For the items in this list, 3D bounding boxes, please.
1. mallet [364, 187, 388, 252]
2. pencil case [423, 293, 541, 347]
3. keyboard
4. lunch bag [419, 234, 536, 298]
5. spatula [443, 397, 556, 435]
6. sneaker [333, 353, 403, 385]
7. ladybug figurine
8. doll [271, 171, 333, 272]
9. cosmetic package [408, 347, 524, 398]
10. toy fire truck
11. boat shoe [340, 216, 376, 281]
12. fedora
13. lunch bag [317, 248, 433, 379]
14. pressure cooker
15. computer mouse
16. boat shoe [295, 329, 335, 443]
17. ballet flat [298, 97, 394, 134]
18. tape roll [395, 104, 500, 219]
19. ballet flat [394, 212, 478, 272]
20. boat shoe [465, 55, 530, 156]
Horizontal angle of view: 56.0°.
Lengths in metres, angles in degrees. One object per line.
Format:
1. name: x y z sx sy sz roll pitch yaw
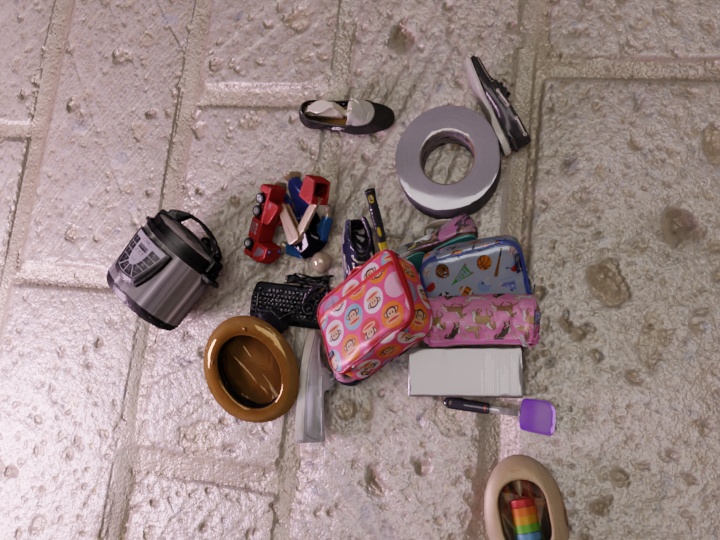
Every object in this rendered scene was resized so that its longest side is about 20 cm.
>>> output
1. mallet: 0.031 -0.041 1.195 0.064 0.041 0.204 -19 105 11
2. pencil case: 0.199 0.084 1.125 0.194 0.087 0.085 -1 104 12
3. keyboard: -0.121 0.053 1.299 0.194 0.040 0.107 6 81 13
4. lunch bag: 0.207 0.030 1.191 0.194 0.076 0.165 -11 102 12
5. spatula: 0.241 0.244 1.186 0.194 0.021 0.058 7 82 15
6. sneaker: 0.034 0.137 1.223 0.199 0.082 0.070 -43 73 2
7. ladybug figurine: 0.273 0.409 1.119 0.132 0.072 0.206 -8 77 12
8. doll: -0.107 -0.091 1.316 0.135 0.048 0.204 -30 75 22
9. cosmetic package: 0.181 0.177 1.170 0.194 0.107 0.093 -5 79 14
10. toy fire truck: -0.142 -0.096 1.279 0.139 0.048 0.205 29 109 33
11. boat shoe: 0.000 0.000 1.247 0.073 0.093 0.205 -11 76 -6
12. fedora: -0.193 0.177 1.256 0.195 0.082 0.207 2 98 14
13. lunch bag: 0.018 0.065 1.144 0.199 0.081 0.179 -39 50 27
14. pressure cooker: -0.365 -0.013 1.300 0.175 0.179 0.201 42 89 -22
15. computer mouse: -0.138 0.080 1.288 0.197 0.034 0.060 -29 92 13
16. boat shoe: -0.081 0.214 1.250 0.069 0.070 0.207 5 78 -6
17. ballet flat: -0.032 -0.306 1.335 0.194 0.068 0.070 2 79 13
18. tape roll: 0.165 -0.202 1.271 0.194 0.066 0.206 -3 78 13
19. ballet flat: 0.121 -0.047 1.252 0.196 0.069 0.072 -27 56 10
20. boat shoe: 0.256 -0.317 1.269 0.059 0.074 0.204 -23 78 7
